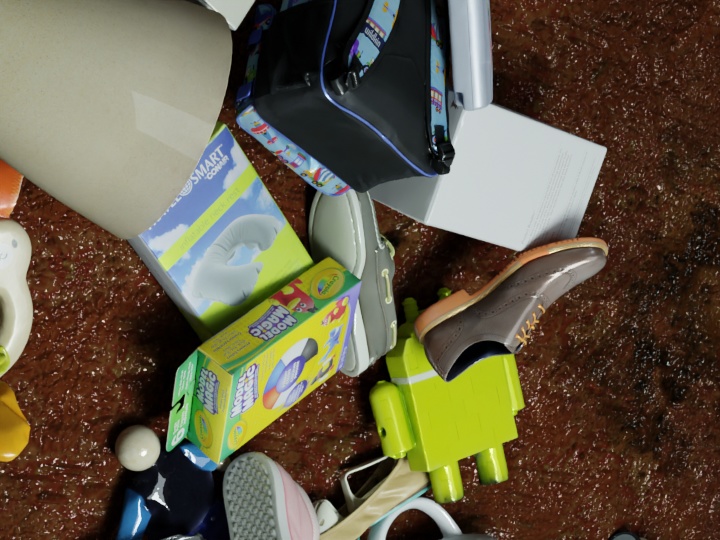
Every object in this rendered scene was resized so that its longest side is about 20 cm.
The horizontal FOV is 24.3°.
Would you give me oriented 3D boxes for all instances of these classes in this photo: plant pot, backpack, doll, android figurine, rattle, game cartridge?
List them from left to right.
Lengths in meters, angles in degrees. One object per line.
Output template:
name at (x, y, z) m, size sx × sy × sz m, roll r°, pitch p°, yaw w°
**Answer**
rattle at (-0.281, 0.017, 1.264) m, size 0.129 × 0.143 × 0.202 m, roll 25°, pitch 95°, yaw -24°
plant pot at (-0.226, -0.147, 1.236) m, size 0.199 × 0.187 × 0.189 m, roll 24°, pitch 90°, yaw -29°
doll at (-0.165, 0.217, 1.491) m, size 0.136 × 0.048 × 0.201 m, roll -41°, pitch 128°, yaw -24°
backpack at (-0.005, -0.189, 1.424) m, size 0.182 × 0.133 × 0.202 m, roll 33°, pitch 55°, yaw -44°
android figurine at (0.087, 0.119, 1.645) m, size 0.181 × 0.041 × 0.202 m, roll -18°, pitch 95°, yaw -36°
game cartridge at (0.096, -0.235, 1.471) m, size 0.040 × 0.200 × 0.135 m, roll -6°, pitch 114°, yaw 7°

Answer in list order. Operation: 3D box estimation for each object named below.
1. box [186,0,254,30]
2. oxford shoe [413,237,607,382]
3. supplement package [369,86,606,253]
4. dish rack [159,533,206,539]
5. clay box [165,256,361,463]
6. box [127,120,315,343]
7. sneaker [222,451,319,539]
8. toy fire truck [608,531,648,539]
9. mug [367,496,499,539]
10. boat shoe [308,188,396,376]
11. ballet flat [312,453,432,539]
box at (-0.095, -0.300, 1.335) m, size 0.078 × 0.095 × 0.201 m, roll 39°, pitch 78°, yaw -41°
oxford shoe at (0.150, 0.038, 1.565) m, size 0.199 × 0.073 × 0.071 m, roll -30°, pitch 148°, yaw 12°
supplement package at (0.110, -0.096, 1.564) m, size 0.199 × 0.119 × 0.122 m, roll 15°, pitch 98°, yaw -43°
dish rack at (-0.177, 0.326, 1.481) m, size 0.152 × 0.055 × 0.201 m, roll -23°, pitch 129°, yaw -13°
clay box at (-0.085, 0.084, 1.463) m, size 0.200 × 0.047 × 0.116 m, roll -37°, pitch 151°, yaw -39°
box at (-0.130, -0.036, 1.431) m, size 0.122 × 0.047 × 0.201 m, roll -47°, pitch 131°, yaw -18°
sneaker at (-0.074, 0.270, 1.487) m, size 0.105 × 0.075 × 0.202 m, roll 44°, pitch 37°, yaw -59°
toy fire truck at (0.340, 0.422, 1.895) m, size 0.176 × 0.199 × 0.129 m, roll -47°, pitch 129°, yaw -18°
mug at (0.075, 0.325, 1.686) m, size 0.175 × 0.147 × 0.202 m, roll -29°, pitch 94°, yaw -40°
boat shoe at (-0.002, -0.001, 1.539) m, size 0.060 × 0.072 × 0.204 m, roll -26°, pitch 127°, yaw -33°
ballet flat at (-0.015, 0.235, 1.629) m, size 0.199 × 0.068 × 0.063 m, roll -36°, pitch 98°, yaw -29°
